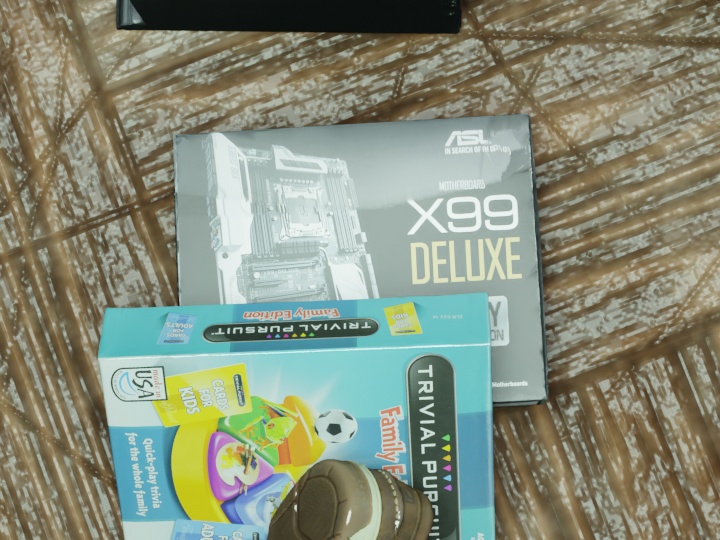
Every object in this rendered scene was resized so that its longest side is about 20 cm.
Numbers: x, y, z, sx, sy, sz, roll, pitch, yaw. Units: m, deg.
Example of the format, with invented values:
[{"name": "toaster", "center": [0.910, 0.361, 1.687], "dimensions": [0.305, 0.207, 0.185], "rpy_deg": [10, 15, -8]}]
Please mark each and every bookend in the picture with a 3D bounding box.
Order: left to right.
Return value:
[{"name": "bookend", "center": [-0.043, -0.189, 1.182], "dimensions": [0.199, 0.199, 0.093], "rpy_deg": [1, 85, 3]}]

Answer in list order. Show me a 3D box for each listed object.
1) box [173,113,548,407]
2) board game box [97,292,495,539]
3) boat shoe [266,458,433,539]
[{"name": "box", "center": [0.000, 0.000, 1.231], "dimensions": [0.199, 0.050, 0.159], "rpy_deg": [-3, 83, 2]}, {"name": "board game box", "center": [-0.030, 0.089, 1.179], "dimensions": [0.199, 0.047, 0.152], "rpy_deg": [-2, 125, 2]}, {"name": "boat shoe", "center": [-0.031, 0.178, 1.173], "dimensions": [0.075, 0.202, 0.075], "rpy_deg": [11, 47, -36]}]
